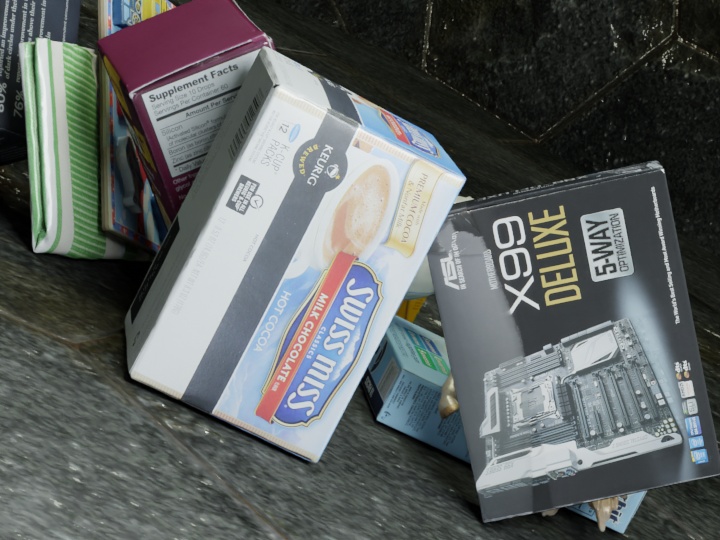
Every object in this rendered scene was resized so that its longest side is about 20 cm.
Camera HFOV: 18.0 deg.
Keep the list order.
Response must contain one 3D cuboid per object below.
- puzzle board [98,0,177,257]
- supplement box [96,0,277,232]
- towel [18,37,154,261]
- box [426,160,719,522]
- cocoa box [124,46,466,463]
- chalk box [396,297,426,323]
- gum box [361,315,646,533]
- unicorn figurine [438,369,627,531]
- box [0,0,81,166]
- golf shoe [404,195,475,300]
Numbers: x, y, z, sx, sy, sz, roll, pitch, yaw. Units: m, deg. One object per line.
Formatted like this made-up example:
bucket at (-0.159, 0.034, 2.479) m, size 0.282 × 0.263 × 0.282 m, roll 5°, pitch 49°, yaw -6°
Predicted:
puzzle board at (-0.147, -0.109, 1.638) m, size 0.017 × 0.202 × 0.151 m, roll -7°, pitch -15°, yaw 20°
supplement box at (-0.090, -0.068, 1.536) m, size 0.131 × 0.103 × 0.201 m, roll -127°, pitch -163°, yaw -65°
towel at (-0.182, -0.083, 1.600) m, size 0.023 × 0.154 × 0.200 m, roll -5°, pitch -2°, yaw 20°
box at (0.132, 0.044, 1.434) m, size 0.156 × 0.202 × 0.050 m, roll -11°, pitch 9°, yaw 3°
cocoa box at (-0.043, -0.011, 1.388) m, size 0.131 × 0.201 × 0.133 m, roll 26°, pitch 10°, yaw -12°
chalk box at (-0.040, -0.046, 1.803) m, size 0.199 × 0.124 × 0.124 m, roll 33°, pitch 11°, yaw 27°
gum box at (0.096, 0.104, 1.639) m, size 0.199 × 0.045 × 0.170 m, roll 26°, pitch 10°, yaw -13°
unicorn figurine at (0.122, 0.070, 1.542) m, size 0.074 × 0.137 × 0.201 m, roll -15°, pitch -68°, yaw 52°
box at (-0.301, -0.168, 1.568) m, size 0.104 × 0.149 × 0.199 m, roll -10°, pitch -21°, yaw 43°
golf shoe at (0.000, 0.000, 1.648) m, size 0.199 × 0.079 × 0.097 m, roll -15°, pitch 11°, yaw 20°
